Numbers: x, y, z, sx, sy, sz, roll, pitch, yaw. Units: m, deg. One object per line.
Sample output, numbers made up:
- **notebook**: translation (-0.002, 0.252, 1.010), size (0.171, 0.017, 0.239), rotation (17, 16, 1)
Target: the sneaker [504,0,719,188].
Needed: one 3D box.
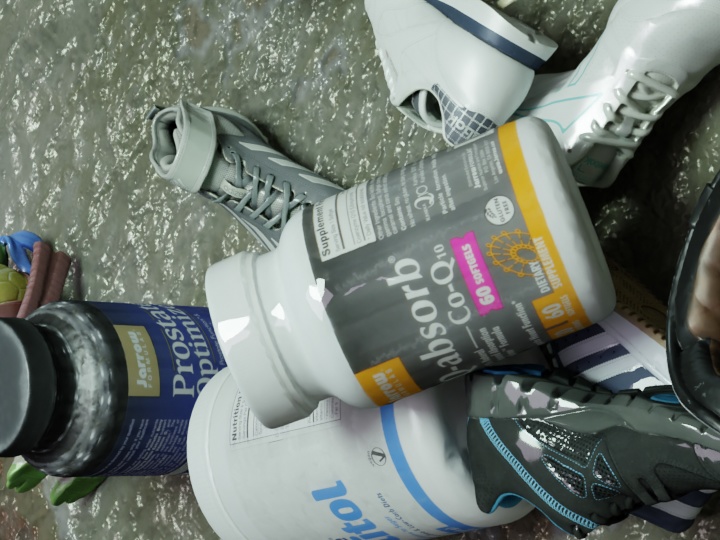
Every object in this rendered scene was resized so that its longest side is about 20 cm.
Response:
- **sneaker**: translation (0.142, -0.090, 1.285), size (0.200, 0.070, 0.081), rotation (-38, 35, 42)

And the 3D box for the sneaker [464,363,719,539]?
- **sneaker**: translation (0.141, 0.100, 1.214), size (0.199, 0.073, 0.083), rotation (8, 97, 42)

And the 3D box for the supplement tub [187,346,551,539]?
- **supplement tub**: translation (0.008, 0.098, 1.376), size (0.199, 0.131, 0.133), rotation (-18, 76, 43)

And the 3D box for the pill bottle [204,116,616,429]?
- **pill bottle**: translation (0.026, 0.005, 1.234), size (0.199, 0.116, 0.117), rotation (-22, 70, 9)

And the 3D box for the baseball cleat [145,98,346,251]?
- **baseball cleat**: translation (-0.066, -0.044, 1.472), size (0.200, 0.106, 0.070), rotation (36, 107, 37)

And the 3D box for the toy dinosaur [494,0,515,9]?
- **toy dinosaur**: translation (0.135, -0.222, 1.240), size (0.201, 0.047, 0.088), rotation (-66, 23, 9)

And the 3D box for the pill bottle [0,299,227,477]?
- **pill bottle**: translation (-0.159, 0.076, 1.490), size (0.111, 0.199, 0.113), rotation (-3, 85, 44)

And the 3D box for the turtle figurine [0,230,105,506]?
- **turtle figurine**: translation (-0.275, 0.085, 1.648), size (0.195, 0.199, 0.144), rotation (56, 158, 25)

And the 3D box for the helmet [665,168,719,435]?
- **helmet**: translation (0.259, 0.026, 1.096), size (0.200, 0.189, 0.202), rotation (-161, 90, -76)

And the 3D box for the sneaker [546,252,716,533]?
- **sneaker**: translation (0.132, 0.062, 1.299), size (0.200, 0.070, 0.109), rotation (41, 113, 34)

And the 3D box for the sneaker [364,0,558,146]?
- **sneaker**: translation (0.040, -0.128, 1.356), size (0.081, 0.076, 0.200), rotation (-64, 23, 7)
